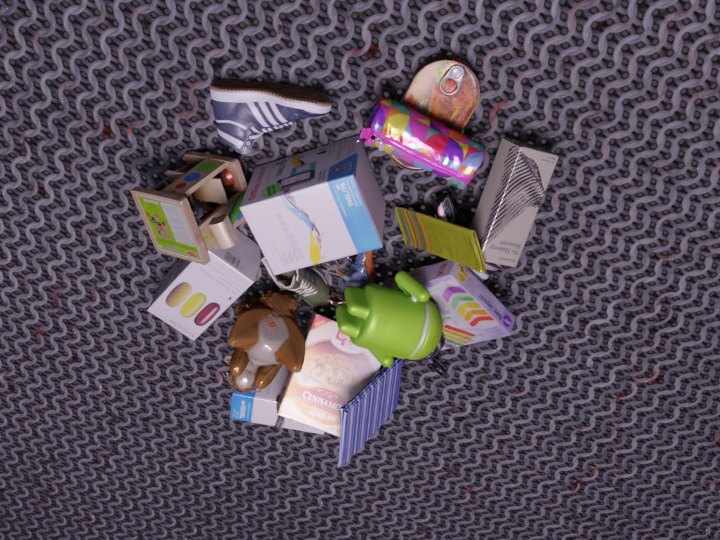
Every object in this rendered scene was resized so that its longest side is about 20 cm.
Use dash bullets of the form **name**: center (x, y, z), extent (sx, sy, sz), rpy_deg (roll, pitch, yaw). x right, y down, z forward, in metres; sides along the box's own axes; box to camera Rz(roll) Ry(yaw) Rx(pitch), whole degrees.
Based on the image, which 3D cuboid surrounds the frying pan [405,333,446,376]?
- **frying pan**: center (0.112, 0.167, 1.379), extent (0.114, 0.031, 0.190), rpy_deg (-3, 137, 6)

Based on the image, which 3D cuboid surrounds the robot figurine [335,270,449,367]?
- **robot figurine**: center (0.058, 0.092, 1.238), extent (0.199, 0.116, 0.176), rpy_deg (16, 117, -18)

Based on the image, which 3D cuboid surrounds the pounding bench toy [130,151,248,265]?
- **pounding bench toy**: center (-0.242, -0.106, 1.162), extent (0.199, 0.156, 0.125), rpy_deg (14, 134, 33)

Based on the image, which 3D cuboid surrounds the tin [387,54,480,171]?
- **tin**: center (0.114, -0.254, 1.130), extent (0.112, 0.042, 0.200), rpy_deg (20, 125, -15)

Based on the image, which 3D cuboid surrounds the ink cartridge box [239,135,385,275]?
- **ink cartridge box**: center (-0.075, -0.110, 1.182), extent (0.199, 0.147, 0.146), rpy_deg (-15, 124, 14)

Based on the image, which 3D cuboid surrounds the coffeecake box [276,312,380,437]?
- **coffeecake box**: center (-0.055, 0.201, 1.336), extent (0.153, 0.073, 0.201), rpy_deg (22, 86, -8)

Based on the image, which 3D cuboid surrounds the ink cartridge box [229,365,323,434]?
- **ink cartridge box**: center (-0.157, 0.246, 1.445), extent (0.199, 0.146, 0.085), rpy_deg (12, 126, -4)

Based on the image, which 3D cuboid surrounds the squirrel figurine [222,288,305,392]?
- **squirrel figurine**: center (-0.190, 0.139, 1.342), extent (0.141, 0.201, 0.187), rpy_deg (18, 139, -12)

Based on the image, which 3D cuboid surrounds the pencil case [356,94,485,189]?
- **pencil case**: center (0.096, -0.200, 1.099), extent (0.199, 0.089, 0.089), rpy_deg (21, 125, -11)

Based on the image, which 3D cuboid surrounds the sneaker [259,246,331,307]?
- **sneaker**: center (-0.127, 0.015, 1.310), extent (0.067, 0.090, 0.200), rpy_deg (-25, 120, 20)

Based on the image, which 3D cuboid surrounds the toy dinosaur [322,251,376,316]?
- **toy dinosaur**: center (0.000, 0.000, 1.301), extent (0.199, 0.105, 0.182), rpy_deg (19, 116, -29)

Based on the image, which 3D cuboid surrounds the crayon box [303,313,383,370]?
- **crayon box**: center (-0.024, 0.177, 1.406), extent (0.199, 0.052, 0.126), rpy_deg (18, 90, -8)

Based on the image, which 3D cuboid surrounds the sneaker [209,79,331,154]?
- **sneaker**: center (-0.146, -0.245, 1.136), extent (0.199, 0.070, 0.109), rpy_deg (8, 121, 7)

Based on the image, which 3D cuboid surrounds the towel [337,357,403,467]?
- **towel**: center (0.017, 0.260, 1.313), extent (0.024, 0.200, 0.145), rpy_deg (22, 126, 27)

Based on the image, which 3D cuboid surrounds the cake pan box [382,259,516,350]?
- **cake pan box**: center (0.159, 0.068, 1.312), extent (0.200, 0.052, 0.184), rpy_deg (-18, 124, 46)

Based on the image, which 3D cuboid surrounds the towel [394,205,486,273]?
- **towel**: center (0.133, -0.056, 1.197), extent (0.018, 0.200, 0.086), rpy_deg (-38, 125, -21)

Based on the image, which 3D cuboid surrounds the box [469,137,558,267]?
- **box**: center (0.248, -0.113, 1.159), extent (0.082, 0.068, 0.201), rpy_deg (8, 111, -22)

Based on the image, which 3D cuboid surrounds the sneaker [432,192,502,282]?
- **sneaker**: center (0.199, -0.070, 1.243), extent (0.086, 0.080, 0.200), rpy_deg (-31, 127, 10)

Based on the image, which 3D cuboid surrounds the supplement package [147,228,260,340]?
- **supplement package**: center (-0.291, 0.018, 1.314), extent (0.114, 0.110, 0.200), rpy_deg (37, 121, -20)
